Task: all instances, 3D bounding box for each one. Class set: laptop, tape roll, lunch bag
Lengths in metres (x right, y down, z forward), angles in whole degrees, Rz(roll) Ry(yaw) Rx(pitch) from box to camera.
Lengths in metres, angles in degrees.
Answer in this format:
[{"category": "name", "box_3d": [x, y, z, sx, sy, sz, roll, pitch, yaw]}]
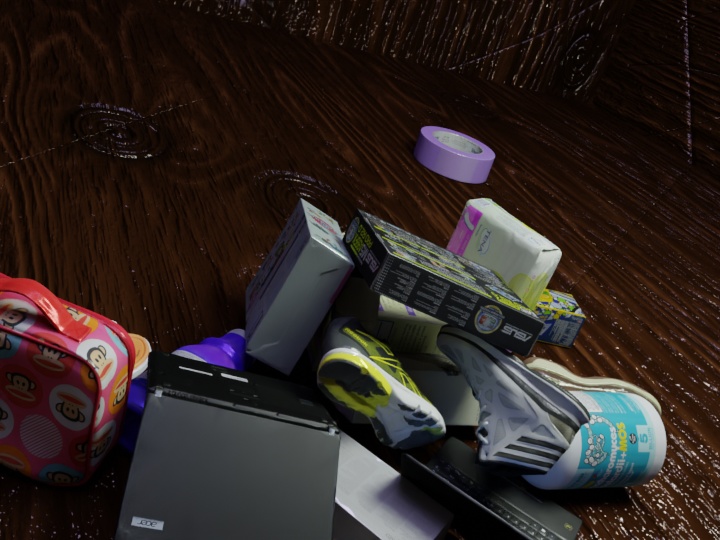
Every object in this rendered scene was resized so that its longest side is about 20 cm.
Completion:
[{"category": "laptop", "box_3d": [0.142, 0.226, 0.753, 0.176, 0.105, 0.199, 30, 28, 21]}, {"category": "tape roll", "box_3d": [0.234, -0.291, 1.850, 0.196, 0.067, 0.201, 16, 26, -8]}, {"category": "lunch bag", "box_3d": [-0.301, 0.082, 0.647, 0.197, 0.179, 0.082, 22, 29, 4]}, {"category": "laptop", "box_3d": [-0.117, 0.163, 0.664, 0.174, 0.105, 0.200, 17, 3, -18]}]

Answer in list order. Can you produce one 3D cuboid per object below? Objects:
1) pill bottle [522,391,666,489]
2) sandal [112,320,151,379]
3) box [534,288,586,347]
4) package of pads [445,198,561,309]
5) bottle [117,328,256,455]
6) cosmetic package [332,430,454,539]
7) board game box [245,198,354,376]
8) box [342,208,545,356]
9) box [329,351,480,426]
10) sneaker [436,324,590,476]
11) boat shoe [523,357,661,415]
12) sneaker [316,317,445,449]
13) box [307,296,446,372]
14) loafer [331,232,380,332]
[{"category": "pill bottle", "box_3d": [0.252, 0.199, 0.871, 0.196, 0.112, 0.111, 5, 29, -24]}, {"category": "sandal", "box_3d": [-0.316, 0.080, 0.774, 0.204, 0.060, 0.079, -1, 33, -35]}, {"category": "box", "box_3d": [0.253, 0.062, 1.187, 0.196, 0.065, 0.070, 14, 27, -12]}, {"category": "package of pads", "box_3d": [0.184, 0.019, 1.065, 0.067, 0.203, 0.154, -2, 32, -44]}, {"category": "bottle", "box_3d": [-0.177, 0.122, 0.781, 0.083, 0.066, 0.200, 28, 27, 11]}, {"category": "cosmetic package", "box_3d": [-0.014, 0.217, 0.723, 0.198, 0.051, 0.082, 32, 31, 24]}, {"category": "board game box", "box_3d": [-0.078, 0.011, 0.881, 0.064, 0.149, 0.200, 29, 12, -17]}, {"category": "box", "box_3d": [0.086, 0.010, 0.817, 0.197, 0.045, 0.161, 23, 15, -20]}, {"category": "box", "box_3d": [0.068, 0.140, 0.887, 0.196, 0.070, 0.082, 7, 8, -25]}, {"category": "sneaker", "box_3d": [0.135, 0.144, 0.798, 0.199, 0.116, 0.076, 33, -9, 40]}, {"category": "boat shoe", "box_3d": [0.305, 0.186, 0.992, 0.198, 0.076, 0.075, 15, 39, 5]}, {"category": "sneaker", "box_3d": [0.030, 0.118, 0.783, 0.200, 0.074, 0.086, 47, 30, -38]}, {"category": "box", "box_3d": [0.024, 0.057, 1.006, 0.196, 0.098, 0.177, 10, 28, -20]}, {"category": "loafer", "box_3d": [0.000, 0.000, 0.909, 0.074, 0.069, 0.201, 13, 27, -12]}]
